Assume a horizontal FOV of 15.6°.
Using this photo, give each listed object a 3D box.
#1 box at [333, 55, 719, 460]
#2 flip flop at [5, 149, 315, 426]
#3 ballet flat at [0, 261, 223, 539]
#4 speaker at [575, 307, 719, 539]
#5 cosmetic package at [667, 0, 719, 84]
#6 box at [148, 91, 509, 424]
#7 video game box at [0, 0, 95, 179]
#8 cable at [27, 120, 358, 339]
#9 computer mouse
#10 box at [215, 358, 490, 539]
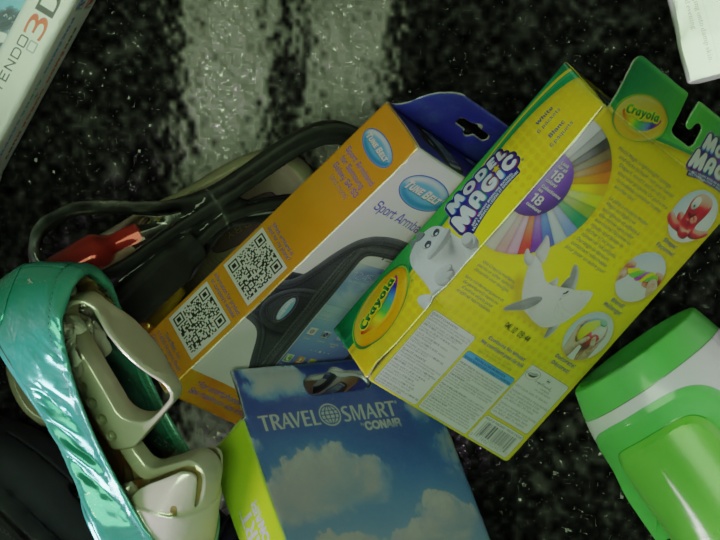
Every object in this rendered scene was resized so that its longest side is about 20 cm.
[{"bbox_3d":[0.093,-0.012,1.270,0.200,0.048,0.117,-47,133,11],"label":"box"},{"bbox_3d":[-0.104,0.009,1.345,0.199,0.058,0.081,-33,92,14],"label":"flip flop"},{"bbox_3d":[-0.107,0.083,1.246,0.070,0.067,0.201,-20,103,37],"label":"ballet flat"},{"bbox_3d":[0.191,0.120,1.291,0.088,0.088,0.200,-35,91,15],"label":"speaker"},{"bbox_3d":[0.239,-0.166,1.237,0.199,0.081,0.114,-12,97,12],"label":"cosmetic package"},{"bbox_3d":[0.000,0.000,1.294,0.200,0.119,0.042,-42,53,16],"label":"box"},{"bbox_3d":[-0.236,-0.162,1.352,0.199,0.047,0.183,31,101,5],"label":"video game box"},{"bbox_3d":[-0.088,-0.023,1.306,0.200,0.050,0.097,-39,103,-10],"label":"cable"},{"bbox_3d":[-0.159,0.116,1.349,0.199,0.138,0.053,20,111,19],"label":"computer mouse"},{"bbox_3d":[0.007,0.142,1.276,0.048,0.121,0.201,-47,55,46],"label":"box"}]
